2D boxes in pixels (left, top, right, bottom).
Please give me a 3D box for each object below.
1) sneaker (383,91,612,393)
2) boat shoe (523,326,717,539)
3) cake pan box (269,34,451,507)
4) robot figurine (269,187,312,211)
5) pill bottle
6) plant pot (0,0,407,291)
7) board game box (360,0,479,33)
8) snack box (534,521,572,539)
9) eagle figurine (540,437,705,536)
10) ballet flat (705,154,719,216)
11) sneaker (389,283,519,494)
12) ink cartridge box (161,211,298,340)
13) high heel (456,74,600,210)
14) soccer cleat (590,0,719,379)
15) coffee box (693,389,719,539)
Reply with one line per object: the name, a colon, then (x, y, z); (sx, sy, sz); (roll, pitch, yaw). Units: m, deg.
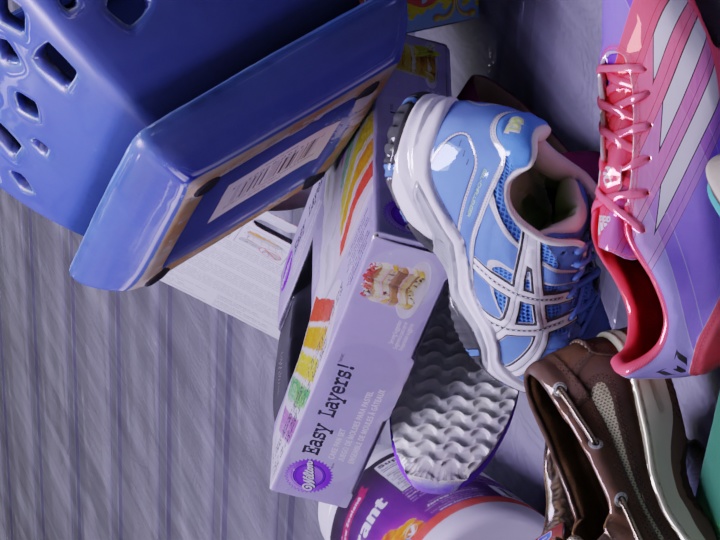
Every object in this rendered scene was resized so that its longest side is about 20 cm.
sneaker: (0.084, -0.004, 1.199); (0.077, 0.076, 0.200); (2, 143, 36)
boat shoe: (0.125, 0.132, 1.185); (0.075, 0.074, 0.203); (127, 129, -68)
cake pan box: (0.000, 0.000, 1.345); (0.185, 0.052, 0.201); (-86, 14, -49)
robot figurine: (-0.064, -0.134, 1.559); (0.125, 0.150, 0.201); (-35, 67, 37)
pill bottle: (0.044, 0.169, 1.494); (0.200, 0.111, 0.112); (-151, 49, -67)
plant pot: (-0.100, -0.115, 1.283); (0.180, 0.200, 0.200); (53, 151, 9)
board game box: (-0.005, -0.237, 1.363); (0.105, 0.102, 0.201); (-136, 37, -56)
snack box: (0.145, 0.221, 1.228); (0.200, 0.024, 0.072); (54, -163, -14)
eagle figurine: (0.115, 0.154, 1.312); (0.151, 0.201, 0.151); (30, -177, 17)
ballet flat: (0.213, 0.000, 1.016); (0.200, 0.069, 0.070); (57, 153, 37)
sneaker: (0.058, 0.051, 1.384); (0.100, 0.069, 0.201); (86, -169, -53)
ink cartridge box: (-0.046, -0.011, 1.561); (0.057, 0.162, 0.200); (-66, 6, -25)
high heel: (0.095, -0.068, 1.291); (0.200, 0.067, 0.097); (-4, 74, 57)
soccer cleat: (0.135, -0.048, 1.154); (0.067, 0.076, 0.201); (-177, 73, -69)
coffee box: (0.200, 0.128, 1.147); (0.201, 0.044, 0.123); (96, 153, -44)
